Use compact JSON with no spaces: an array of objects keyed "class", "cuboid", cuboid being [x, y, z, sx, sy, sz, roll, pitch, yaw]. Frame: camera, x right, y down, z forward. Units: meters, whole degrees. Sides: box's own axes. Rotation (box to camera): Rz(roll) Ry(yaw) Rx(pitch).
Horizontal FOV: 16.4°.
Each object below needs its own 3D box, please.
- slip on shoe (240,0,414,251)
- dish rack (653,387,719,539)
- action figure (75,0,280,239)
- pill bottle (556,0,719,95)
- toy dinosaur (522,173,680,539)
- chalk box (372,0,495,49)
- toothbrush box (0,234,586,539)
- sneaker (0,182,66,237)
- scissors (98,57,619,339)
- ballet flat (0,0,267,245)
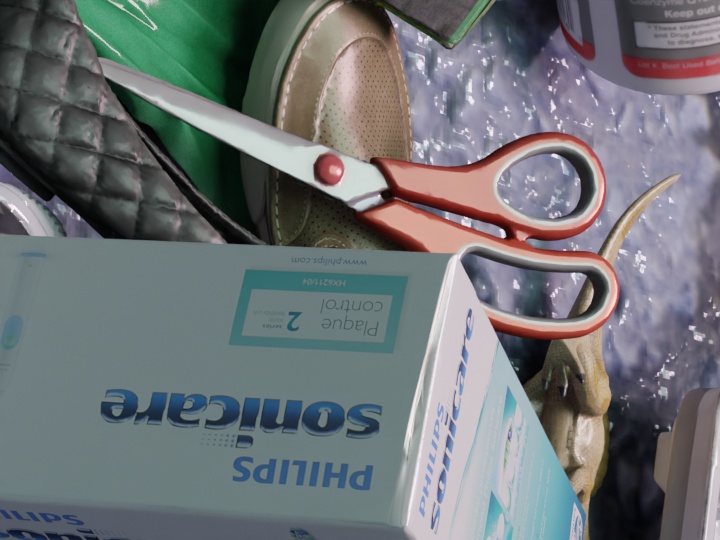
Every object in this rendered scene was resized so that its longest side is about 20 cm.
[{"class":"slip on shoe","cuboid":[0.000,0.000,0.874,0.076,0.061,0.200,-6,104,-48]},{"class":"dish rack","cuboid":[0.162,0.154,1.055,0.172,0.044,0.200,39,54,-50]},{"class":"action figure","cuboid":[-0.081,-0.090,0.853,0.200,0.055,0.118,30,62,-44]},{"class":"pill bottle","cuboid":[0.125,-0.180,1.003,0.114,0.114,0.200,-58,148,-38]},{"class":"toy dinosaur","cuboid":[0.083,0.052,1.014,0.101,0.058,0.200,17,76,-60]},{"class":"chalk box","cuboid":[0.009,-0.172,0.866,0.200,0.125,0.124,29,17,-33]},{"class":"toothbrush box","cuboid":[-0.024,0.071,0.758,0.200,0.146,0.085,57,39,-59]},{"class":"sneaker","cuboid":[-0.166,0.017,0.718,0.200,0.075,0.115,21,64,-47]},{"class":"scissors","cuboid":[-0.001,-0.023,0.835,0.200,0.014,0.073,9,82,-21]},{"class":"ballet flat","cuboid":[-0.047,-0.016,0.796,0.200,0.066,0.057,40,93,-20]}]
